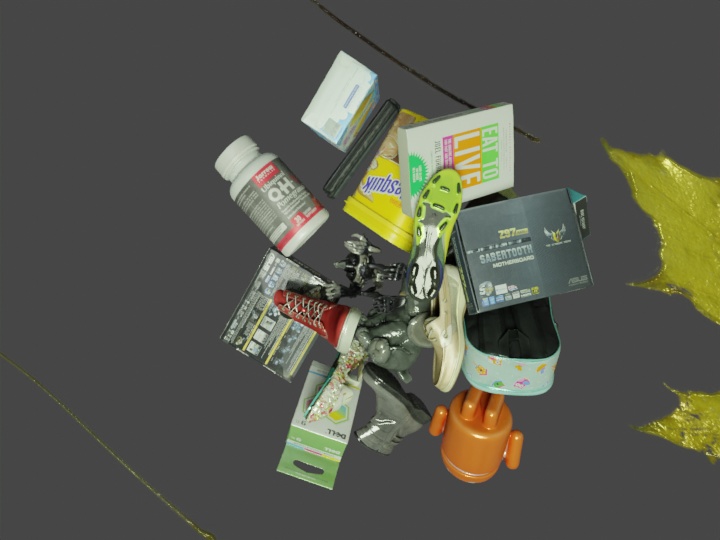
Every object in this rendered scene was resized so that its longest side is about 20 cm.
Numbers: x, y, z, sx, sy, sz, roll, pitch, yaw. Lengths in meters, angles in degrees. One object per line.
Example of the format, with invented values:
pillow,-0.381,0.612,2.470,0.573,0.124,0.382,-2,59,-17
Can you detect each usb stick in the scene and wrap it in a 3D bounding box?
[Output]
usb stick,0.001,-0.212,0.935,0.032,0.055,0.201,37,98,-1

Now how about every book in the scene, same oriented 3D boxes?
book,0.150,-0.175,0.825,0.197,0.048,0.136,-20,121,-22

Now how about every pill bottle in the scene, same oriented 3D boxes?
pill bottle,-0.157,-0.133,0.928,0.111,0.111,0.200,-43,94,8

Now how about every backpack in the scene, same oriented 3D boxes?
backpack,0.243,0.122,0.899,0.172,0.201,0.156,4,117,1

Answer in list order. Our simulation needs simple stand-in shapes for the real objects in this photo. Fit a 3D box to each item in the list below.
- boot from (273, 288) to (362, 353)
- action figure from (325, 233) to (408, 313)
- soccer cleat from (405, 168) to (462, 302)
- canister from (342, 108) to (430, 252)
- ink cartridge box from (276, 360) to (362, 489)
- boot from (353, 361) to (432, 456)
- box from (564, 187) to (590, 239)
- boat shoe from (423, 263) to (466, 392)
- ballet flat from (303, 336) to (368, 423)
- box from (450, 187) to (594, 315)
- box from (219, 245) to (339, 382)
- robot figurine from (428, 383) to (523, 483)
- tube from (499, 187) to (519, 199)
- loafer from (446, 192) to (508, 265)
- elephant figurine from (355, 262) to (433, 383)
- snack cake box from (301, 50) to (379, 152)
boot,-0.076,0.072,0.863,0.142,0.200,0.074,25,82,-7
action figure,0.000,0.000,0.890,0.101,0.199,0.121,13,95,-31
soccer cleat,0.108,-0.053,0.805,0.063,0.084,0.204,12,98,5
canister,0.075,-0.155,0.904,0.148,0.086,0.202,36,99,36
ink cartridge box,-0.067,0.266,0.938,0.102,0.201,0.060,19,129,-1
boot,0.035,0.263,0.965,0.131,0.070,0.200,-40,120,6
box,0.296,-0.055,0.908,0.198,0.049,0.083,-30,125,-7
boat shoe,0.130,0.091,0.855,0.064,0.072,0.204,8,88,-12
ballet flat,-0.032,0.193,0.932,0.063,0.201,0.076,29,132,1
box,0.247,-0.030,0.828,0.196,0.051,0.161,-11,82,-8
box,-0.146,0.081,0.990,0.159,0.049,0.202,30,99,-1
robot figurine,0.207,0.298,0.952,0.141,0.117,0.203,-4,125,-12
tube,0.247,-0.123,0.942,0.201,0.052,0.058,51,137,-7
loafer,0.181,-0.066,0.935,0.072,0.072,0.200,16,126,-42
elephant figurine,0.096,0.079,0.932,0.199,0.155,0.143,-39,64,10
snack cake box,-0.027,-0.262,0.856,0.067,0.200,0.116,32,99,-2
